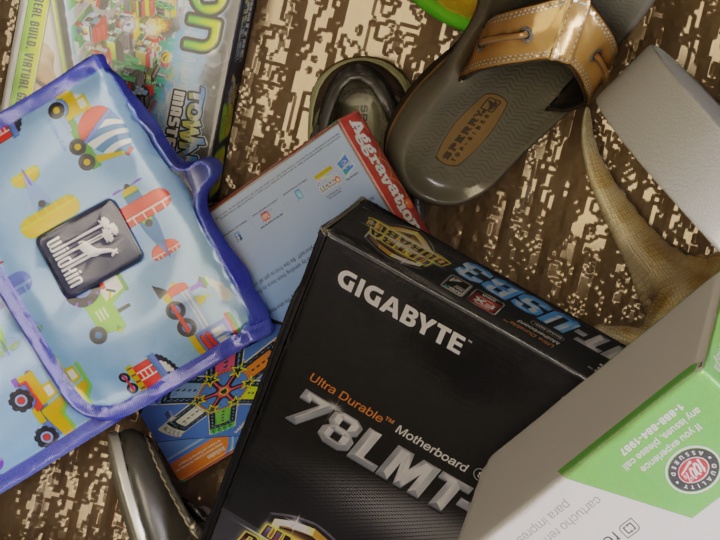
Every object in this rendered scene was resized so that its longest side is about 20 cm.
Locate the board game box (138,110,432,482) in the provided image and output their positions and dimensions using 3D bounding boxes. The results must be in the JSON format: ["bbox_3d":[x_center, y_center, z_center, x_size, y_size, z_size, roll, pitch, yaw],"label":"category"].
[{"bbox_3d":[-0.044,0.016,1.285,0.200,0.019,0.103,-32,86,39],"label":"board game box"}]

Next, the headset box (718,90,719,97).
[{"bbox_3d":[0.268,-0.074,1.243,0.149,0.075,0.200,-43,86,10],"label":"headset box"}]

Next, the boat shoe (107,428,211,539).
[{"bbox_3d":[-0.069,0.162,1.320,0.057,0.067,0.201,-18,105,-7],"label":"boat shoe"}]

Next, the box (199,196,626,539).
[{"bbox_3d":[0.043,0.100,1.207,0.200,0.050,0.199,30,123,12],"label":"box"}]

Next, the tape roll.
[{"bbox_3d":[0.183,-0.015,1.199,0.037,0.203,0.203,-45,86,10],"label":"tape roll"}]

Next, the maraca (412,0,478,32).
[{"bbox_3d":[0.098,-0.187,1.252,0.200,0.107,0.137,-31,88,-3],"label":"maraca"}]

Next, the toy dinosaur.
[{"bbox_3d":[0.149,0.026,1.291,0.101,0.058,0.200,-44,76,-2],"label":"toy dinosaur"}]

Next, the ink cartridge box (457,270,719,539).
[{"bbox_3d":[0.159,0.123,1.089,0.200,0.084,0.145,42,120,-10],"label":"ink cartridge box"}]

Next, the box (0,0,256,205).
[{"bbox_3d":[-0.104,-0.140,1.324,0.110,0.035,0.201,12,96,9],"label":"box"}]

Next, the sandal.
[{"bbox_3d":[0.073,-0.095,1.204,0.081,0.055,0.200,23,125,-22],"label":"sandal"}]

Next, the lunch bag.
[{"bbox_3d":[-0.141,0.001,1.291,0.200,0.094,0.151,-31,91,22],"label":"lunch bag"}]

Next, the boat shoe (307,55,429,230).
[{"bbox_3d":[0.000,0.000,1.300,0.073,0.065,0.201,-7,93,10],"label":"boat shoe"}]
